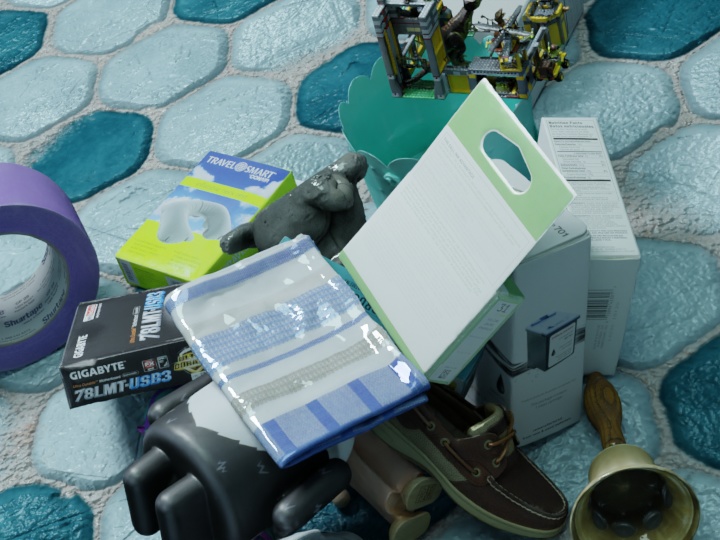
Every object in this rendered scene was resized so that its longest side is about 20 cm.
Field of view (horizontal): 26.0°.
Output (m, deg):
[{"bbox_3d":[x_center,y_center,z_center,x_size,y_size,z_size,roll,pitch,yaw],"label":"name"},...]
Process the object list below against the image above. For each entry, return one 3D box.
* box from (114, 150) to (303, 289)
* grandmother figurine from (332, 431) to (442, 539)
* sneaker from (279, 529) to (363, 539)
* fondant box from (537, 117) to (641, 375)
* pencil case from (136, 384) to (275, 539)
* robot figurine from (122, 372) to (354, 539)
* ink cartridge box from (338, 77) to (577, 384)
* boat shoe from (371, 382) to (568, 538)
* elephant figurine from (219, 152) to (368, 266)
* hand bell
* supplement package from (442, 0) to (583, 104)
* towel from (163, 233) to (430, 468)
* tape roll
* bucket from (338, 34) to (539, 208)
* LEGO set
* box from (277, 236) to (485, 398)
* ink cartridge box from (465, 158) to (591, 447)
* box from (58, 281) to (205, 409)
[{"bbox_3d":[-0.154,-0.054,1.671,0.121,0.048,0.200,16,53,32],"label":"box"},{"bbox_3d":[-0.015,0.147,1.351,0.200,0.122,0.060,35,20,36],"label":"grandmother figurine"},{"bbox_3d":[-0.041,0.242,1.219,0.199,0.076,0.114,-8,-12,-45],"label":"sneaker"},{"bbox_3d":[0.199,-0.024,1.428,0.058,0.145,0.201,0,41,-5],"label":"fondant box"},{"bbox_3d":[-0.138,0.188,1.376,0.092,0.085,0.201,-33,40,8],"label":"pencil case"},{"bbox_3d":[-0.095,0.145,1.257,0.199,0.125,0.151,-33,86,-31],"label":"robot figurine"},{"bbox_3d":[0.084,-0.030,1.249,0.200,0.048,0.146,-49,53,21],"label":"ink cartridge box"},{"bbox_3d":[0.095,0.142,1.281,0.199,0.072,0.072,37,36,2],"label":"boat shoe"},{"bbox_3d":[0.000,0.000,1.493,0.155,0.201,0.141,-30,5,40],"label":"elephant figurine"},{"bbox_3d":[0.212,0.148,1.311,0.103,0.105,0.201,-14,29,5],"label":"hand bell"},{"bbox_3d":[0.158,-0.283,1.746,0.120,0.120,0.201,9,48,26],"label":"supplement package"},{"bbox_3d":[-0.053,0.058,1.246,0.146,0.024,0.200,-23,51,-23],"label":"towel"},{"bbox_3d":[-0.370,-0.002,1.579,0.199,0.201,0.085,-27,41,-10],"label":"tape roll"},{"bbox_3d":[0.089,-0.129,1.595,0.205,0.135,0.208,-11,42,10],"label":"bucket"},{"bbox_3d":[0.104,-0.249,1.526,0.198,0.117,0.154,13,49,31],"label":"LEGO set"},{"bbox_3d":[0.004,0.054,1.345,0.199,0.083,0.049,28,53,10],"label":"box"},{"bbox_3d":[0.124,0.028,1.357,0.085,0.202,0.146,-22,40,-22],"label":"ink cartridge box"},{"bbox_3d":[-0.178,0.059,1.484,0.196,0.050,0.200,-10,15,-1],"label":"box"}]
